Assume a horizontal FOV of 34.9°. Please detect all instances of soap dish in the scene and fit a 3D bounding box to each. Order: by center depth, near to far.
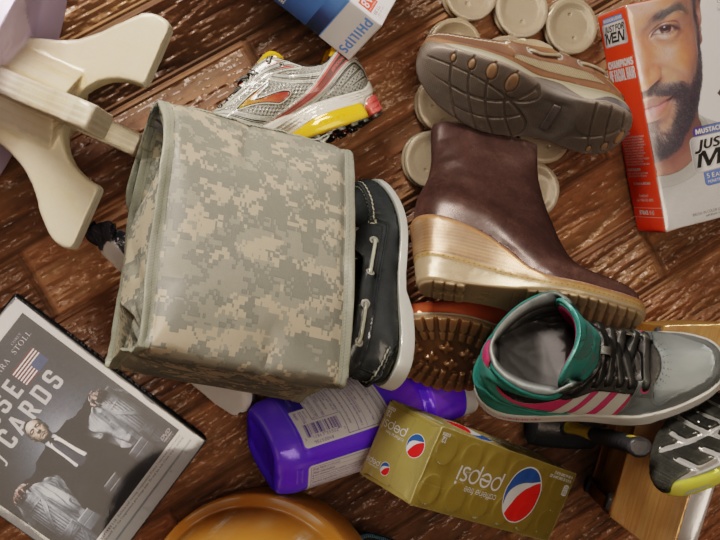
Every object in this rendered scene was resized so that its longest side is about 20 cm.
[{"bbox_3d":[0.264,0.136,1.005,0.080,0.157,0.202,16,90,3],"label":"soap dish"}]

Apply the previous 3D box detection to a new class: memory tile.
[{"bbox_3d":[0.123,-0.158,1.016,0.152,0.017,0.202,13,91,-14],"label":"memory tile"}]

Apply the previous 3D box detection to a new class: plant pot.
[{"bbox_3d":[-0.092,0.273,0.875,0.198,0.183,0.203,-1,83,11],"label":"plant pot"}]

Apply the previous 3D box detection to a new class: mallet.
[{"bbox_3d":[0.185,0.136,0.960,0.065,0.200,0.042,5,87,-2],"label":"mallet"}]

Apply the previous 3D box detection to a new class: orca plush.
[{"bbox_3d":[-0.146,0.026,0.956,0.200,0.071,0.105,41,129,-8],"label":"orca plush"}]

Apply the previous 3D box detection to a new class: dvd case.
[{"bbox_3d":[-0.250,0.140,0.946,0.200,0.025,0.151,39,84,-13],"label":"dvd case"}]

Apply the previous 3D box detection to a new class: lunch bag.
[{"bbox_3d":[-0.092,-0.017,0.859,0.162,0.117,0.202,12,73,-23],"label":"lunch bag"}]

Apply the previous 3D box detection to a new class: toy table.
[{"bbox_3d":[-0.228,-0.126,0.864,0.116,0.184,0.202,23,101,2],"label":"toy table"}]

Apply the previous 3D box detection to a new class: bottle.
[{"bbox_3d":[0.006,0.125,0.973,0.198,0.084,0.066,-15,128,-24],"label":"bottle"}]

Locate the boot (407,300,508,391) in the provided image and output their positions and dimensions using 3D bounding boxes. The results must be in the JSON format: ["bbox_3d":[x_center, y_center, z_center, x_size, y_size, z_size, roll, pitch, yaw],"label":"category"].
[{"bbox_3d":[0.103,0.043,0.988,0.198,0.108,0.076,2,128,-16],"label":"boot"}]

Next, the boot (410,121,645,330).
[{"bbox_3d":[0.142,-0.040,0.945,0.198,0.073,0.168,13,58,-3],"label":"boot"}]

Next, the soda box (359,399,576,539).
[{"bbox_3d":[0.094,0.171,0.962,0.199,0.064,0.068,25,88,-43],"label":"soda box"}]

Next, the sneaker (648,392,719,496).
[{"bbox_3d":[0.317,0.137,0.900,0.198,0.078,0.091,-24,111,-15],"label":"sneaker"}]

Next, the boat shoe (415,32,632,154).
[{"bbox_3d":[0.137,-0.160,0.979,0.198,0.076,0.072,18,47,-19],"label":"boat shoe"}]

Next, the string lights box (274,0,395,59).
[{"bbox_3d":[-0.055,-0.276,0.925,0.199,0.059,0.103,36,56,-13],"label":"string lights box"}]

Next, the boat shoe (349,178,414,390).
[{"bbox_3d":[0.000,0.000,0.923,0.060,0.201,0.076,15,134,-27],"label":"boat shoe"}]

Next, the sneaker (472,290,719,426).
[{"bbox_3d":[0.180,0.064,0.871,0.198,0.121,0.085,-7,66,9],"label":"sneaker"}]

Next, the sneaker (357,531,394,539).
[{"bbox_3d":[-0.004,0.327,0.990,0.081,0.073,0.202,6,93,-13],"label":"sneaker"}]

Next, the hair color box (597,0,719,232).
[{"bbox_3d":[0.292,-0.145,1.033,0.110,0.064,0.202,-14,96,-11],"label":"hair color box"}]

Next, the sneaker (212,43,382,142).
[{"bbox_3d":[-0.085,-0.132,0.947,0.198,0.078,0.083,-21,91,-19],"label":"sneaker"}]
